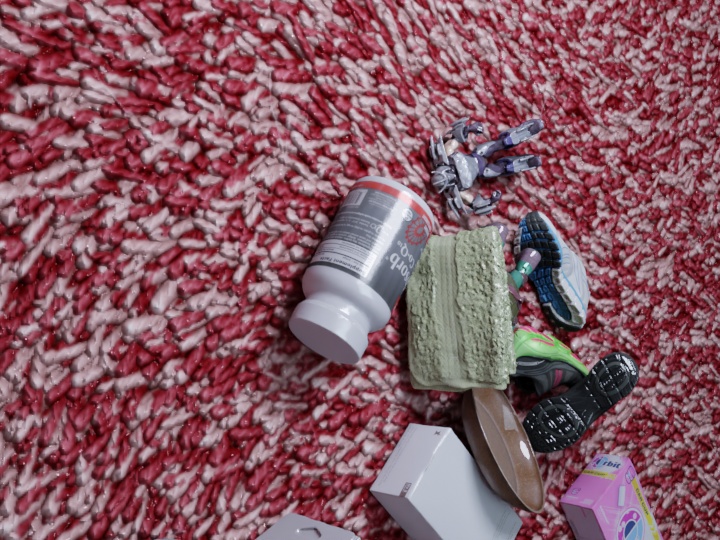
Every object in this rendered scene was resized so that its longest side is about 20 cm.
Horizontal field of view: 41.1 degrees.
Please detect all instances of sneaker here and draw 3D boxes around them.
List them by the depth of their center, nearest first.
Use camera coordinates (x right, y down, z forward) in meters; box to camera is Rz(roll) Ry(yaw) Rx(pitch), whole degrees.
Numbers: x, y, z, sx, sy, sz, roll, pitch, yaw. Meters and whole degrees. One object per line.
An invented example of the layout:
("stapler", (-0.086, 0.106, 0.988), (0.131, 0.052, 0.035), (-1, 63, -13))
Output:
("sneaker", (0.319, 0.196, 1.378), (0.077, 0.199, 0.091), (58, 14, 18))
("sneaker", (0.265, 0.141, 1.393), (0.199, 0.077, 0.084), (27, 106, -43))
("sneaker", (0.289, -0.012, 1.418), (0.087, 0.074, 0.202), (-52, 126, -38))

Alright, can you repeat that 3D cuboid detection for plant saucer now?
("plant saucer", (0.184, 0.233, 1.281), (0.201, 0.036, 0.202), (52, 20, -28))

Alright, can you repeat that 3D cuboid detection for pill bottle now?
("pill bottle", (0.000, 0.000, 1.133), (0.116, 0.115, 0.202), (42, 63, -31))

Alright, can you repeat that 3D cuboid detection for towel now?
("towel", (0.121, 0.050, 1.208), (0.036, 0.146, 0.204), (7, 79, -60))

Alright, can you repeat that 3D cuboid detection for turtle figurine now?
("turtle figurine", (0.175, 0.040, 1.298), (0.150, 0.100, 0.202), (47, 55, -28))

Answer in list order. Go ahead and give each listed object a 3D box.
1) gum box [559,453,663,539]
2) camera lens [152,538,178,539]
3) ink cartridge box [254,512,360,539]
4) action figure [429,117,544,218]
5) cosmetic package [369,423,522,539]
("gum box", (0.396, 0.401, 1.483), (0.113, 0.066, 0.202), (-39, 113, -33))
("camera lens", (-0.164, 0.354, 0.924), (0.158, 0.198, 0.163), (2, 86, -39))
("ink cartridge box", (-0.037, 0.388, 1.066), (0.084, 0.143, 0.203), (-31, 107, -36))
("action figure", (0.168, -0.149, 1.315), (0.198, 0.069, 0.132), (-24, 108, -35))
("cosmetic package", (0.114, 0.305, 1.242), (0.201, 0.080, 0.113), (53, 58, -24))
